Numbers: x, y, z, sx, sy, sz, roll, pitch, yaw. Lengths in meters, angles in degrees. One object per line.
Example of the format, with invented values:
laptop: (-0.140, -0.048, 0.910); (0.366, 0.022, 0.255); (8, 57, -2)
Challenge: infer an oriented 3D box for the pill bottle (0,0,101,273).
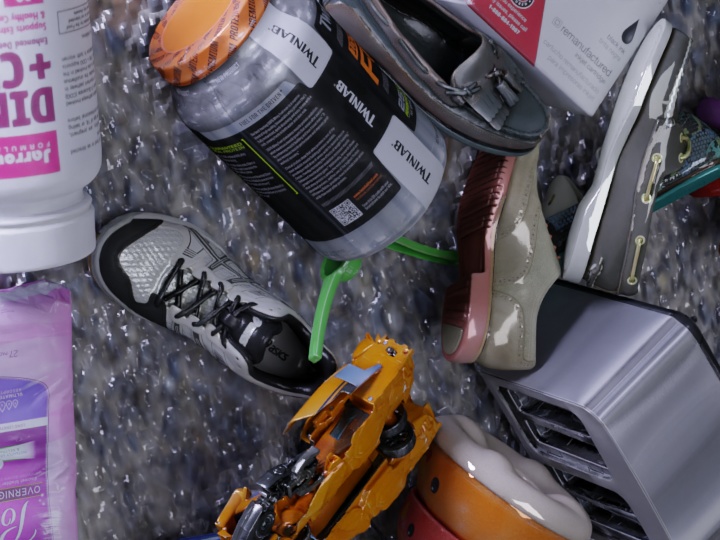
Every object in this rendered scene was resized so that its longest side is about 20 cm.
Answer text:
pill bottle: (-0.222, -0.107, 1.305); (0.113, 0.113, 0.201); (-12, 108, -27)

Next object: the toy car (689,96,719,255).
toy car: (0.333, -0.092, 1.626); (0.149, 0.175, 0.201); (13, 97, 5)

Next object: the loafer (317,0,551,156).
loafer: (0.058, -0.150, 1.455); (0.199, 0.063, 0.072); (32, 54, -16)

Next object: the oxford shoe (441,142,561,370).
oxford shoe: (0.112, -0.023, 1.529); (0.073, 0.071, 0.201); (14, 82, -16)

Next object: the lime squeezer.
lime squeezer: (0.000, 0.000, 1.486); (0.200, 0.038, 0.071); (-33, 106, -52)

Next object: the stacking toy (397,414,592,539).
stacking toy: (0.064, 0.222, 1.533); (0.146, 0.146, 0.200); (32, 96, -32)

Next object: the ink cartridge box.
ink cartridge box: (0.157, -0.238, 1.513); (0.147, 0.083, 0.200); (37, 82, -31)

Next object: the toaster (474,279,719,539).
toaster: (0.204, 0.116, 1.559); (0.119, 0.200, 0.181); (-43, 120, -19)

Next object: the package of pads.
package of pads: (-0.251, 0.109, 1.364); (0.120, 0.076, 0.201); (-6, 105, -26)

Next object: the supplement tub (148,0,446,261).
supplement tub: (-0.043, -0.109, 1.404); (0.200, 0.122, 0.123); (44, 79, -31)

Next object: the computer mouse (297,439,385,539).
computer mouse: (0.011, 0.191, 1.560); (0.059, 0.034, 0.201); (-39, 119, -18)

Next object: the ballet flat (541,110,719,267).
ballet flat: (0.185, -0.056, 1.582); (0.199, 0.074, 0.074); (-31, 116, -3)

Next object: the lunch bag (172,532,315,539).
lunch bag: (-0.097, 0.265, 1.487); (0.199, 0.082, 0.162); (-9, 107, -28)

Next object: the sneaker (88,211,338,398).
sneaker: (-0.094, 0.024, 1.428); (0.200, 0.088, 0.076); (31, 87, -30)

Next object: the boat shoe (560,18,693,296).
boat shoe: (0.205, -0.081, 1.507); (0.060, 0.072, 0.203); (18, 100, -2)

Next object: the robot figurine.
robot figurine: (-0.025, 0.147, 1.431); (0.200, 0.058, 0.145); (-48, 143, -22)
